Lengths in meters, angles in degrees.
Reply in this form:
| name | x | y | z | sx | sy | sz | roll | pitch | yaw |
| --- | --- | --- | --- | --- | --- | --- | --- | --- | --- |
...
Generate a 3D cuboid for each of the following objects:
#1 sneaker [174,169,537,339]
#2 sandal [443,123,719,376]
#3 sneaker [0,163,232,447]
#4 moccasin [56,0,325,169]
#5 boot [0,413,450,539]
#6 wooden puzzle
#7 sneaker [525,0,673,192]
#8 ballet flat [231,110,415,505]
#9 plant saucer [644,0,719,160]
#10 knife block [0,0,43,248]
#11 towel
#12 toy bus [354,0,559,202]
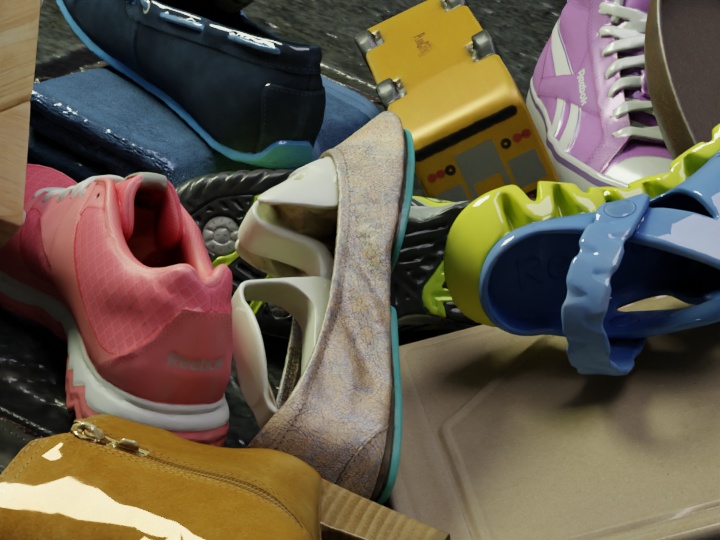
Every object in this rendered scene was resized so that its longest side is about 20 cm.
| name | x | y | z | sx | sy | sz | roll | pitch | yaw |
| --- | --- | --- | --- | --- | --- | --- | --- | --- | --- |
| sneaker | 0.000 | 0.000 | 0.962 | 0.199 | 0.076 | 0.076 | 7 | -7 | -15 |
| sandal | 0.138 | -0.008 | 0.866 | 0.199 | 0.080 | 0.087 | -21 | 32 | -7 |
| sneaker | -0.095 | -0.008 | 0.862 | 0.073 | 0.087 | 0.200 | 3 | 27 | -33 |
| moccasin | -0.072 | -0.117 | 1.027 | 0.080 | 0.069 | 0.200 | -5 | 32 | -43 |
| boot | -0.061 | 0.107 | 0.669 | 0.143 | 0.071 | 0.201 | 15 | 19 | 10 |
| wooden puzzle | 0.103 | 0.063 | 0.853 | 0.199 | 0.037 | 0.185 | -10 | 28 | -5 |
| sneaker | 0.139 | -0.100 | 1.116 | 0.072 | 0.115 | 0.201 | 10 | 25 | -20 |
| ballet flat | -0.016 | 0.004 | 0.847 | 0.067 | 0.068 | 0.201 | 15 | 44 | -12 |
| plant saucer | 0.204 | -0.074 | 1.090 | 0.200 | 0.032 | 0.201 | 28 | 47 | -35 |
| knife block | -0.218 | -0.068 | 0.845 | 0.175 | 0.064 | 0.201 | 23 | 48 | -30 |
| towel | -0.075 | -0.064 | 1.056 | 0.111 | 0.049 | 0.200 | 28 | 24 | 24 |
| toy bus | 0.048 | -0.086 | 1.127 | 0.065 | 0.079 | 0.200 | -26 | 20 | 4 |
